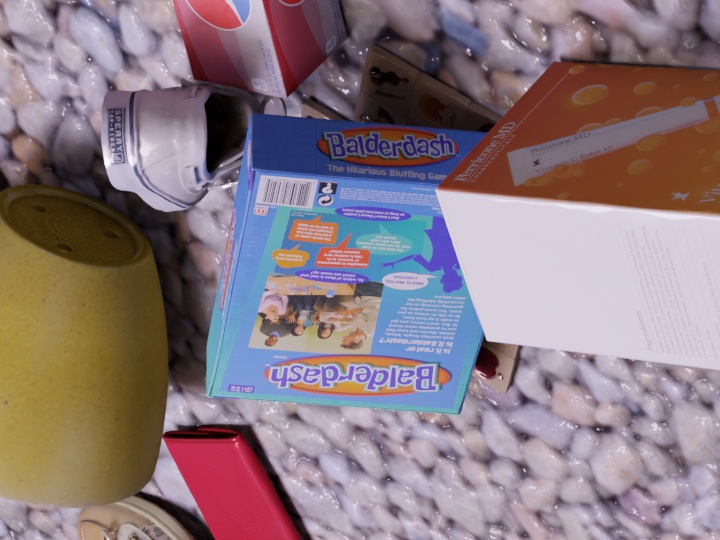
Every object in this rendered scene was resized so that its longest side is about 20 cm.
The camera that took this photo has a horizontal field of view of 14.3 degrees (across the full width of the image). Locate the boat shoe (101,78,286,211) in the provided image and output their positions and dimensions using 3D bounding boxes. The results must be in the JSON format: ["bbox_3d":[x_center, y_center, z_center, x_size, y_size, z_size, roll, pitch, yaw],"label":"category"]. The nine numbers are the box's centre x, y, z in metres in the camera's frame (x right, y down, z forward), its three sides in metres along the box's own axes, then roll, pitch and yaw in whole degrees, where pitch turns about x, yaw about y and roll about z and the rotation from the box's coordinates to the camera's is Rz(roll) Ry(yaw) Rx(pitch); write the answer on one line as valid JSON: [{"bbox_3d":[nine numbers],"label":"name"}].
[{"bbox_3d":[-0.081,-0.075,1.599,0.085,0.202,0.075,-4,87,8],"label":"boat shoe"}]

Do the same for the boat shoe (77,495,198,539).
[{"bbox_3d":[-0.134,0.215,1.961,0.199,0.063,0.074,26,145,39],"label":"boat shoe"}]

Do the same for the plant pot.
[{"bbox_3d":[-0.199,0.033,1.782,0.199,0.200,0.143,30,115,17],"label":"plant pot"}]

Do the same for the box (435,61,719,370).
[{"bbox_3d":[0.160,-0.028,1.428,0.199,0.124,0.098,6,129,38],"label":"box"}]

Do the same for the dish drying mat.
[{"bbox_3d":[-0.063,0.188,1.923,0.077,0.018,0.201,-2,123,44],"label":"dish drying mat"}]

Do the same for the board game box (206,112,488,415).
[{"bbox_3d":[0.000,0.000,1.591,0.151,0.045,0.201,5,139,-9],"label":"board game box"}]

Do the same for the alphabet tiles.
[{"bbox_3d":[0.032,-0.034,1.635,0.167,0.008,0.201,31,141,16],"label":"alphabet tiles"}]

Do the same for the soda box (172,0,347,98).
[{"bbox_3d":[-0.069,-0.194,1.527,0.070,0.063,0.201,13,134,33],"label":"soda box"}]
